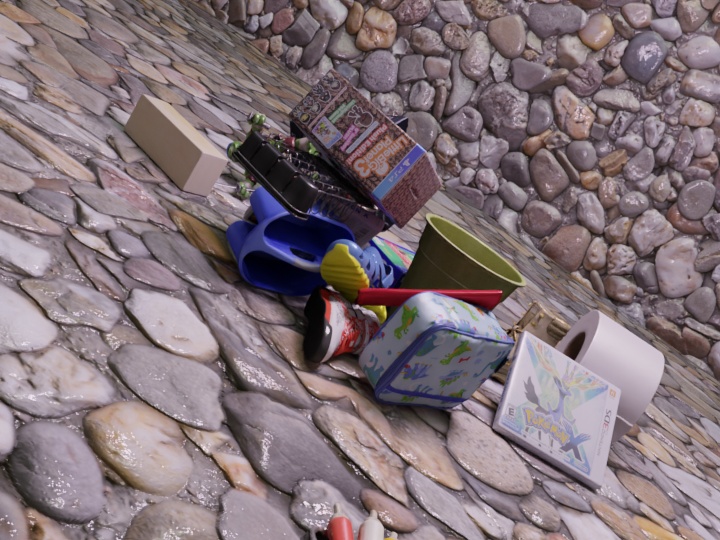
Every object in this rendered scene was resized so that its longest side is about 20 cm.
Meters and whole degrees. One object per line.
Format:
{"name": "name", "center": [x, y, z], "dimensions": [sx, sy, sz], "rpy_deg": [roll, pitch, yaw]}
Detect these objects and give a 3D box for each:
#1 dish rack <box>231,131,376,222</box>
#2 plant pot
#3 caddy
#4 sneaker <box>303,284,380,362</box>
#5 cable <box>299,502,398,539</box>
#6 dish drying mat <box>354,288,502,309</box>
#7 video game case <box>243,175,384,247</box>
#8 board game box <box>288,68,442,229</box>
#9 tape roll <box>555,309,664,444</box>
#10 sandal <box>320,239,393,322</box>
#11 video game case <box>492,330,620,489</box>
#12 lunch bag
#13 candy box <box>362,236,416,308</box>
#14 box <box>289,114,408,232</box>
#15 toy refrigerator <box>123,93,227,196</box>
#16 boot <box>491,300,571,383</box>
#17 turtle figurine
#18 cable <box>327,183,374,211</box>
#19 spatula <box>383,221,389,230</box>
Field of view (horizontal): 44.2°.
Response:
{"name": "dish rack", "center": [-0.070, -0.126, 1.257], "dimensions": [0.153, 0.055, 0.199], "rpy_deg": [46, 18, 27]}
{"name": "plant pot", "center": [0.140, 0.040, 1.470], "dimensions": [0.199, 0.191, 0.200], "rpy_deg": [31, 16, -10]}
{"name": "caddy", "center": [-0.098, -0.036, 1.291], "dimensions": [0.199, 0.142, 0.105], "rpy_deg": [17, 28, -46]}
{"name": "sneaker", "center": [-0.020, 0.087, 1.227], "dimensions": [0.107, 0.068, 0.202], "rpy_deg": [28, 13, -12]}
{"name": "cable", "center": [0.001, 0.268, 0.735], "dimensions": [0.097, 0.051, 0.200], "rpy_deg": [28, 15, -16]}
{"name": "dish drying mat", "center": [0.093, 0.038, 1.241], "dimensions": [0.198, 0.018, 0.077], "rpy_deg": [2, -13, -6]}
{"name": "video game case", "center": [-0.080, -0.083, 1.440], "dimensions": [0.181, 0.022, 0.200], "rpy_deg": [30, -28, -14]}
{"name": "board game box", "center": [0.010, -0.179, 1.328], "dimensions": [0.200, 0.097, 0.159], "rpy_deg": [44, 1, 17]}
{"name": "tape roll", "center": [0.422, 0.191, 1.575], "dimensions": [0.138, 0.204, 0.203], "rpy_deg": [33, 15, -1]}
{"name": "sandal", "center": [0.000, 0.000, 1.304], "dimensions": [0.079, 0.088, 0.200], "rpy_deg": [16, -19, 21]}
{"name": "video game case", "center": [0.315, 0.218, 1.402], "dimensions": [0.199, 0.022, 0.183], "rpy_deg": [31, 55, -9]}
{"name": "lunch bag", "center": [0.105, 0.118, 1.217], "dimensions": [0.199, 0.161, 0.083], "rpy_deg": [17, 33, -46]}
{"name": "candy box", "center": [0.095, 0.023, 1.651], "dimensions": [0.199, 0.077, 0.169], "rpy_deg": [24, 17, -37]}
{"name": "box", "center": [-0.021, -0.192, 1.683], "dimensions": [0.198, 0.199, 0.117], "rpy_deg": [10, 25, 24]}
{"name": "toy refrigerator", "center": [-0.318, -0.216, 1.528], "dimensions": [0.200, 0.076, 0.070], "rpy_deg": [42, 17, 32]}
{"name": "boot", "center": [0.262, 0.115, 1.559], "dimensions": [0.199, 0.156, 0.073], "rpy_deg": [27, 16, -22]}
{"name": "turtle figurine", "center": [-0.179, -0.201, 1.593], "dimensions": [0.192, 0.145, 0.200], "rpy_deg": [10, -15, 18]}
{"name": "cable", "center": [-0.071, -0.106, 1.477], "dimensions": [0.097, 0.198, 0.051], "rpy_deg": [24, 59, -64]}
{"name": "spatula", "center": [-0.025, -0.068, 1.488], "dimensions": [0.199, 0.021, 0.057], "rpy_deg": [-7, -41, 44]}
